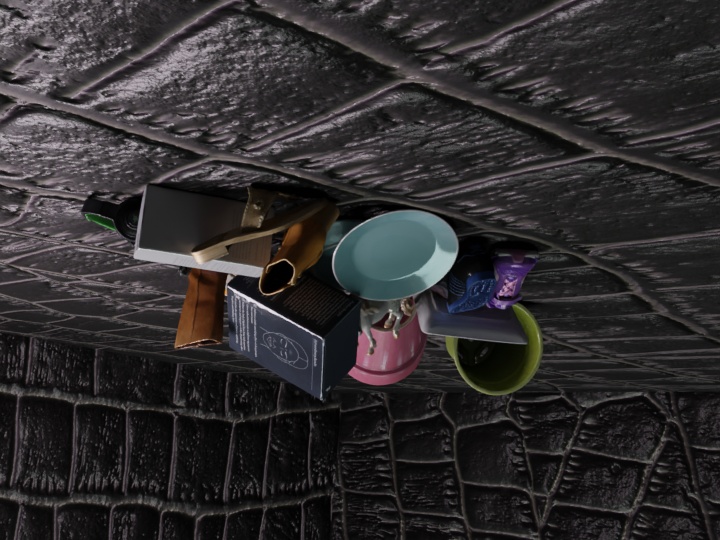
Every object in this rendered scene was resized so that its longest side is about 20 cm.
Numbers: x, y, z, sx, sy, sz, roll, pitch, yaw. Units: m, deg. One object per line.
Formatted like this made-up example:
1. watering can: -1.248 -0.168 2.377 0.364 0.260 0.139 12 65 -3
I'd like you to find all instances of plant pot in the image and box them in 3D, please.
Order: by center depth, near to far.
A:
1. plant pot: 0.040 0.101 1.824 0.198 0.202 0.179 5 152 -1
2. plant pot: 0.269 0.158 2.012 0.198 0.202 0.190 8 179 -11

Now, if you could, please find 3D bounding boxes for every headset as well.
1. headset: -0.348 -0.056 1.456 0.198 0.095 0.124 15 169 10

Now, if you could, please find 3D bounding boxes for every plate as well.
1. plate: 0.053 -0.027 1.426 0.198 0.026 0.201 -7 137 -7
2. plate: -0.011 -0.013 1.499 0.198 0.026 0.201 4 146 2
3. plate: 0.198 0.062 1.707 0.198 0.033 0.200 7 -152 -9

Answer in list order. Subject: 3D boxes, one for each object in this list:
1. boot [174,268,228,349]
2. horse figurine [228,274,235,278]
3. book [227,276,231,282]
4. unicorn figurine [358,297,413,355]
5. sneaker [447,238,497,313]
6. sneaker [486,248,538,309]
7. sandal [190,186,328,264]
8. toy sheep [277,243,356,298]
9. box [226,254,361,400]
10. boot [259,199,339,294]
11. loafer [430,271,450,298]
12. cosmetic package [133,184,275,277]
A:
1. boot: -0.292 0.038 1.603 0.187 0.202 0.068 -4 165 33
2. horse figurine: -0.207 0.006 1.675 0.132 0.050 0.200 38 175 -33
3. book: -0.216 0.030 1.906 0.132 0.049 0.200 -5 165 29
4. unicorn figurine: 0.021 0.083 1.638 0.073 0.200 0.138 18 135 24
5. sneaker: 0.183 0.012 1.551 0.069 0.079 0.200 -9 162 -11
6. sneaker: 0.249 0.018 1.566 0.080 0.089 0.200 7 166 -3
7. sandal: -0.154 -0.083 1.313 0.210 0.070 0.078 -24 -163 5
8. toy sheep: -0.090 0.039 1.642 0.137 0.201 0.138 -31 -172 5
9. box: -0.110 0.089 1.515 0.199 0.107 0.149 27 136 23
10. boot: -0.109 -0.015 1.376 0.071 0.144 0.201 39 147 -3
11. loafer: 0.134 0.002 1.617 0.063 0.072 0.200 20 176 31
12. cosmetic package: -0.234 -0.057 1.396 0.198 0.103 0.074 10 165 -17
